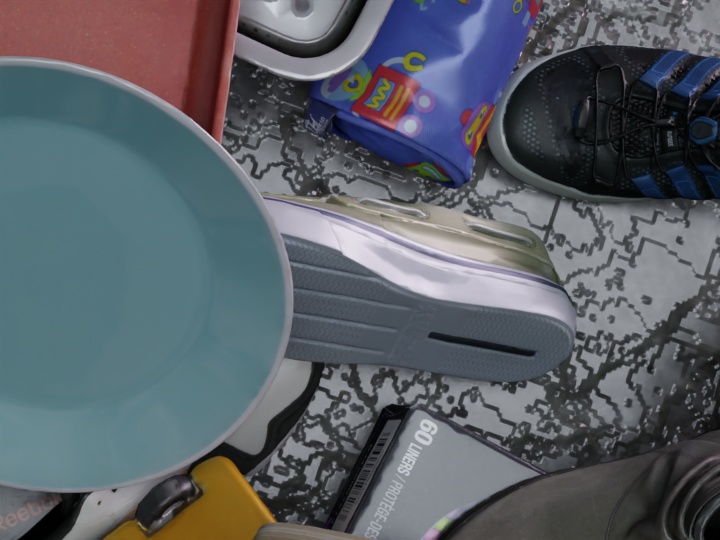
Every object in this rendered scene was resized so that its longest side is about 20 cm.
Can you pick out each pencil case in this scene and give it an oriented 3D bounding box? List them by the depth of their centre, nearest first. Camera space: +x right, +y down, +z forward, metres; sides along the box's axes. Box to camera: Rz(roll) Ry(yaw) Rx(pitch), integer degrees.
[{"bbox_3d":[0.044,-0.137,0.998,0.086,0.078,0.201,21,84,28],"label":"pencil case"}]

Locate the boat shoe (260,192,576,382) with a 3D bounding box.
[{"bbox_3d":[0.000,0.000,0.972,0.199,0.072,0.062,15,41,-26],"label":"boat shoe"}]

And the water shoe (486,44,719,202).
[{"bbox_3d":[0.157,-0.067,1.002,0.198,0.079,0.072,3,86,-5],"label":"water shoe"}]

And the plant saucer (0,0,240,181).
[{"bbox_3d":[-0.143,-0.138,0.901,0.198,0.037,0.201,7,77,-1],"label":"plant saucer"}]

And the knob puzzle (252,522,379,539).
[{"bbox_3d":[0.025,0.162,0.864,0.219,0.220,0.031,34,46,-2],"label":"knob puzzle"}]

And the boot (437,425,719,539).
[{"bbox_3d":[0.114,0.097,0.856,0.199,0.131,0.068,-24,87,-9],"label":"boot"}]

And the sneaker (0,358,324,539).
[{"bbox_3d":[-0.097,0.079,0.970,0.199,0.080,0.074,-35,88,-8],"label":"sneaker"}]

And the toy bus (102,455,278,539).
[{"bbox_3d":[-0.113,0.167,0.954,0.200,0.078,0.065,-38,70,-5],"label":"toy bus"}]

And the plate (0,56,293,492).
[{"bbox_3d":[-0.124,0.001,0.876,0.199,0.026,0.201,2,124,2],"label":"plate"}]

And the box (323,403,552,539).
[{"bbox_3d":[0.076,0.154,0.966,0.199,0.106,0.123,28,85,-3],"label":"box"}]

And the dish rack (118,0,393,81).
[{"bbox_3d":[-0.041,-0.187,0.954,0.171,0.044,0.201,25,77,4],"label":"dish rack"}]
